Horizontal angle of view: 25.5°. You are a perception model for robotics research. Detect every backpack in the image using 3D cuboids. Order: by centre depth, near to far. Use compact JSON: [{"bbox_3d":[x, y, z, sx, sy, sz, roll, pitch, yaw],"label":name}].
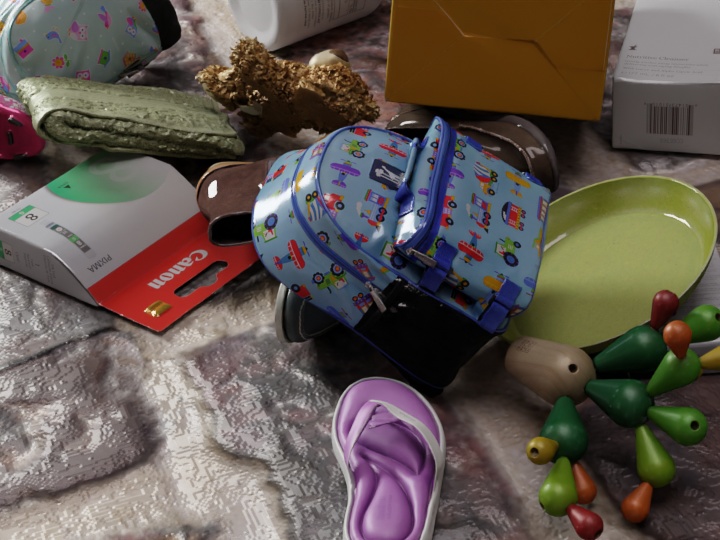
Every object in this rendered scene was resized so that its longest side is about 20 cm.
[{"bbox_3d":[0.026,-0.034,1.212,0.200,0.135,0.183,33,42,-10],"label":"backpack"},{"bbox_3d":[-0.293,-0.244,1.594,0.200,0.167,0.127,-40,19,-22],"label":"backpack"}]

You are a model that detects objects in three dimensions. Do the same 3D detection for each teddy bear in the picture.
[{"bbox_3d":[-0.067,-0.170,1.479,0.067,0.145,0.200,-62,19,-19],"label":"teddy bear"}]

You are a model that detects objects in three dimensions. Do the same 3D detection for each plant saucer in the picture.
[{"bbox_3d":[0.191,0.001,1.263,0.200,0.031,0.200,-21,34,15],"label":"plant saucer"}]

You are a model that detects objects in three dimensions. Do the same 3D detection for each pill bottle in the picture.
[{"bbox_3d":[-0.037,-0.321,1.724,0.200,0.114,0.114,-25,40,-28],"label":"pill bottle"}]

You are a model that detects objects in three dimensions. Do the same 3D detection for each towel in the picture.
[{"bbox_3d":[-0.216,-0.146,1.495,0.200,0.037,0.148,4,20,-23],"label":"towel"}]

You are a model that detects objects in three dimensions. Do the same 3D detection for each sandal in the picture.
[{"bbox_3d":[0.022,0.130,1.123,0.082,0.050,0.203,-4,34,-2],"label":"sandal"}]

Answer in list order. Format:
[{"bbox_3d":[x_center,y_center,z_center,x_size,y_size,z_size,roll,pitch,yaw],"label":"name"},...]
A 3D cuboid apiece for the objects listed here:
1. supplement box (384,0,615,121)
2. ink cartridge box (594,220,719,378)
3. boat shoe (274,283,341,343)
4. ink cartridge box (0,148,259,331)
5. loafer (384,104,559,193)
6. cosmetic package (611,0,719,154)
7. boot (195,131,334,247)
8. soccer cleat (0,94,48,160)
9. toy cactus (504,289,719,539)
[{"bbox_3d":[0.131,-0.229,1.496,0.197,0.133,0.200,6,15,3],"label":"supplement box"},{"bbox_3d":[0.247,0.011,1.290,0.095,0.037,0.200,-4,37,0],"label":"ink cartridge box"},{"bbox_3d":[0.000,0.000,1.296,0.062,0.073,0.200,12,32,28],"label":"boat shoe"},{"bbox_3d":[-0.198,-0.033,1.382,0.200,0.050,0.161,19,41,32],"label":"ink cartridge box"},{"bbox_3d":[0.096,-0.102,1.445,0.071,0.073,0.200,-33,34,-30],"label":"loafer"},{"bbox_3d":[0.311,-0.196,1.544,0.113,0.081,0.200,4,36,14],"label":"cosmetic package"},{"bbox_3d":[-0.039,-0.061,1.355,0.200,0.072,0.166,-8,21,-6],"label":"boot"},{"bbox_3d":[-0.384,-0.161,1.559,0.200,0.070,0.086,10,39,19],"label":"soccer cleat"},{"bbox_3d":[0.167,0.085,1.121,0.165,0.102,0.200,23,72,42],"label":"toy cactus"}]
